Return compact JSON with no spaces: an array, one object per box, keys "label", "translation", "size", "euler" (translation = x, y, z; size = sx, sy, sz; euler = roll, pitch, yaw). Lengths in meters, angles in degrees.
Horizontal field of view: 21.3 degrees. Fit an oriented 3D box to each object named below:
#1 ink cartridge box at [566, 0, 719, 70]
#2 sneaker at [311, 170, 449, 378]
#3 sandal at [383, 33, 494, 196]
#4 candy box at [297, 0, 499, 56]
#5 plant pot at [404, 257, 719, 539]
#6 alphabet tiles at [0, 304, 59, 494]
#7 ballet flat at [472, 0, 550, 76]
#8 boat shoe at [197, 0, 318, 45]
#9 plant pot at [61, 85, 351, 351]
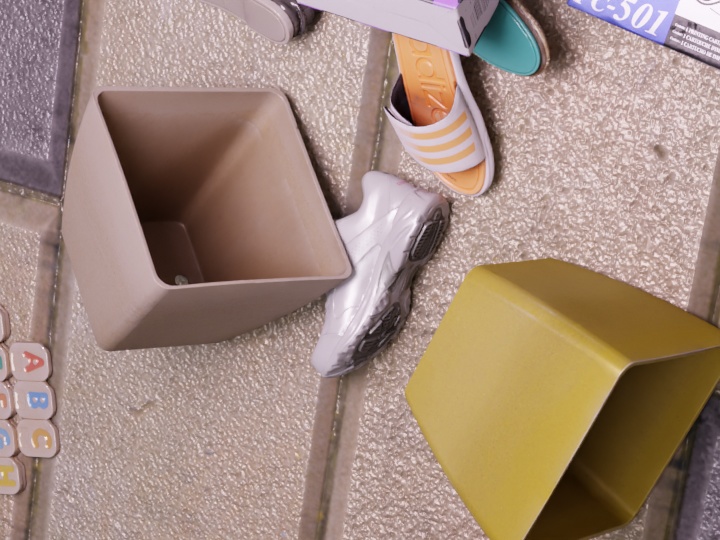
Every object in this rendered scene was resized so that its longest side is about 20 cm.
[{"label":"ink cartridge box","translation":[0.274,-0.220,1.539],"size":[0.199,0.044,0.094],"euler":[26,109,21]},{"label":"sneaker","translation":[0.000,0.000,1.721],"size":[0.099,0.078,0.201],"euler":[35,105,25]},{"label":"sandal","translation":[0.051,-0.146,1.629],"size":[0.079,0.059,0.207],"euler":[7,127,40]},{"label":"candy box","translation":[0.055,-0.294,1.567],"size":[0.167,0.072,0.200],"euler":[20,70,24]},{"label":"plant pot","translation":[0.158,0.096,1.589],"size":[0.176,0.200,0.200],"euler":[40,116,28]},{"label":"alphabet tiles","translation":[-0.398,0.133,1.984],"size":[0.195,0.015,0.201],"euler":[1,100,28]},{"label":"ballet flat","translation":[0.088,-0.235,1.623],"size":[0.200,0.065,0.071],"euler":[37,128,15]},{"label":"boat shoe","translation":[-0.119,-0.273,1.740],"size":[0.200,0.057,0.067],"euler":[36,150,21]},{"label":"plant pot","translation":[-0.160,-0.032,1.712],"size":[0.177,0.199,0.201],"euler":[-45,58,45]}]
